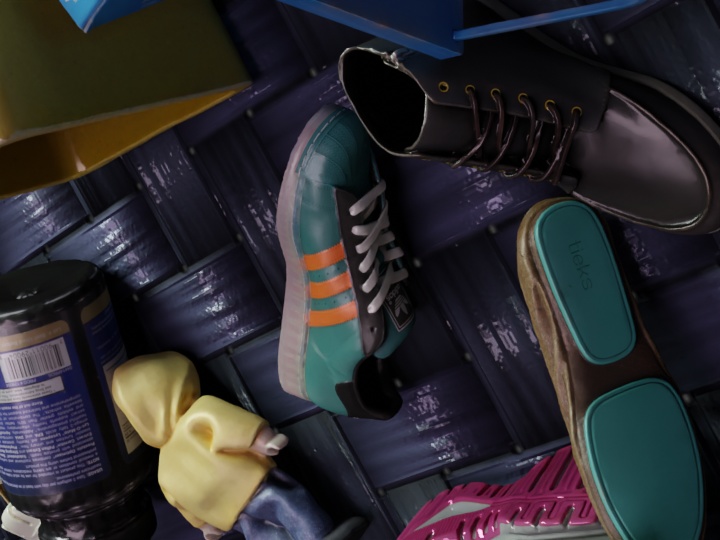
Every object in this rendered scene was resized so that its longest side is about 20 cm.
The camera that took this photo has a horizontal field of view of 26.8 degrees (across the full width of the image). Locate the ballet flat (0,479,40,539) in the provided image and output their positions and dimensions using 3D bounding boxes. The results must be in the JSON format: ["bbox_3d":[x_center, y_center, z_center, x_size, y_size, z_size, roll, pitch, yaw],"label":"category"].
[{"bbox_3d":[-0.274,0.169,1.188,0.200,0.063,0.069,46,133,10],"label":"ballet flat"}]

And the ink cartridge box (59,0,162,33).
[{"bbox_3d":[-0.094,-0.254,0.769,0.148,0.144,0.200,53,133,3],"label":"ink cartridge box"}]

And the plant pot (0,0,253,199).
[{"bbox_3d":[-0.220,-0.158,0.898,0.194,0.193,0.202,-19,91,43],"label":"plant pot"}]

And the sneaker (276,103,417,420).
[{"bbox_3d":[0.000,0.000,0.882,0.079,0.071,0.202,20,128,24],"label":"sneaker"}]

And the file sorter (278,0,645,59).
[{"bbox_3d":[0.046,-0.211,0.640,0.122,0.138,0.203,-5,83,35],"label":"file sorter"}]

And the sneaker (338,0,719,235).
[{"bbox_3d":[0.086,-0.064,0.748,0.199,0.106,0.075,32,129,22],"label":"sneaker"}]

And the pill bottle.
[{"bbox_3d":[-0.210,0.104,1.070,0.111,0.112,0.202,1,112,38],"label":"pill bottle"}]

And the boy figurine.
[{"bbox_3d":[-0.092,0.136,1.025,0.200,0.064,0.125,41,132,16],"label":"boy figurine"}]

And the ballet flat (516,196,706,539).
[{"bbox_3d":[0.126,0.061,0.795,0.072,0.067,0.202,124,127,-75],"label":"ballet flat"}]

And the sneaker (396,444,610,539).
[{"bbox_3d":[0.109,0.163,0.873,0.199,0.081,0.089,-24,103,46],"label":"sneaker"}]
